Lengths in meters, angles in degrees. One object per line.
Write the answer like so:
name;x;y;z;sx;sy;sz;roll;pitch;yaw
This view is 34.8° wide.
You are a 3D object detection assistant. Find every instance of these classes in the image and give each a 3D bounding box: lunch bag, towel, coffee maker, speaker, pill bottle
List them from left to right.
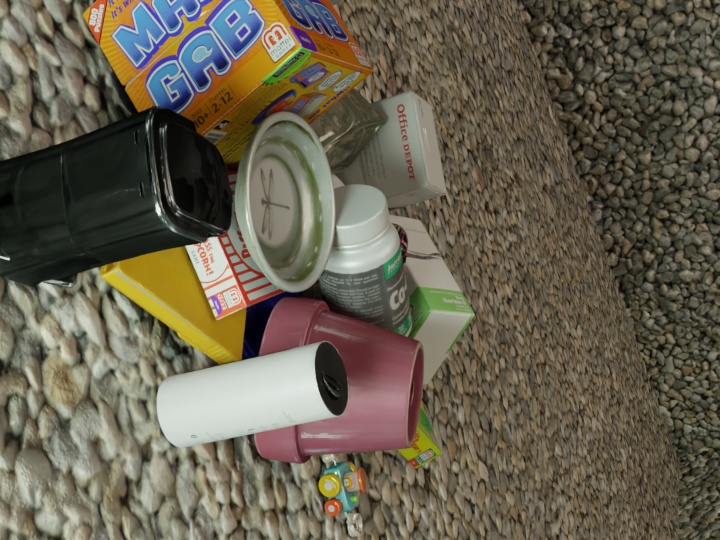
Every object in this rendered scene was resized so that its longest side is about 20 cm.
coffee maker;-0.241;-0.058;1.043;0.192;0.198;0.136;-35;108;-65
speaker;-0.114;0.133;1.220;0.081;0.198;0.082;44;38;-51
towel;-0.129;0.031;1.436;0.148;0.049;0.201;61;27;-33
lunch bag;-0.080;-0.215;1.545;0.164;0.118;0.200;45;24;7
pill bottle;0.000;0.000;1.465;0.114;0.112;0.202;-73;158;-51

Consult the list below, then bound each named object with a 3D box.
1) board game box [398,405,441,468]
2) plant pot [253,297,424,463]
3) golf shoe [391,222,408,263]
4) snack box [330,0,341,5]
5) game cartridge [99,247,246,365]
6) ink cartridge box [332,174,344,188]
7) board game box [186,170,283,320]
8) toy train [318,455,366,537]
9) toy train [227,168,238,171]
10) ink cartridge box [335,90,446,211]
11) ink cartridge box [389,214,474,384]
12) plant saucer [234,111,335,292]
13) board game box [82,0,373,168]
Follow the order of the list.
board game box;0.048;0.177;1.674;0.102;0.047;0.201;50;13;-45
plant pot;-0.019;0.139;1.386;0.200;0.177;0.203;6;90;-79
golf shoe;-0.002;0.013;1.600;0.072;0.201;0.092;28;17;-14
snack box;-0.061;-0.420;1.415;0.170;0.067;0.200;59;-2;-4
game cartridge;-0.199;-0.010;1.278;0.200;0.032;0.178;44;34;-39
ink cartridge box;-0.073;-0.105;1.553;0.162;0.050;0.199;46;19;25
board game box;-0.132;-0.038;1.338;0.153;0.046;0.200;66;26;0
toy train;-0.003;0.256;1.588;0.150;0.055;0.202;47;36;-48
toy train;-0.193;-0.155;1.390;0.057;0.042;0.200;53;16;20
ink cartridge box;0.015;-0.158;1.681;0.083;0.198;0.148;14;64;-64
ink cartridge box;0.060;0.040;1.644;0.083;0.146;0.201;7;40;-33
plant saucer;-0.094;-0.076;1.296;0.200;0.050;0.203;9;80;-62
board game box;-0.145;-0.257;1.304;0.201;0.199;0.199;58;20;11
